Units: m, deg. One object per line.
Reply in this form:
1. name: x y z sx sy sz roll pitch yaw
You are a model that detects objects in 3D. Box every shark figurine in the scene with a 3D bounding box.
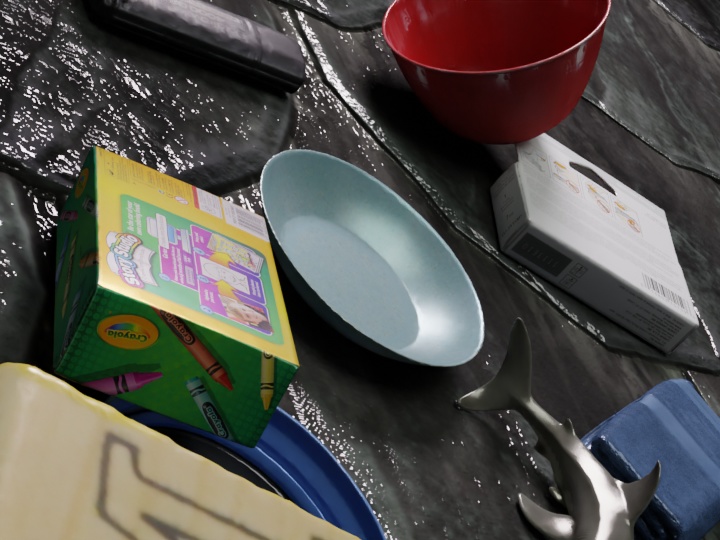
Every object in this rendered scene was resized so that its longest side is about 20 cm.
1. shark figurine: 0.161 0.141 1.181 0.128 0.089 0.215 21 37 -39

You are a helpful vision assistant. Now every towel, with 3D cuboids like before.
1. towel: 0.233 0.150 1.302 0.112 0.049 0.200 50 27 12

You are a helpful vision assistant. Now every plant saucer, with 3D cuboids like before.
1. plant saucer: 0.000 0.000 1.212 0.201 0.039 0.201 33 29 -21

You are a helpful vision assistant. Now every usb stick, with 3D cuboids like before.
1. usb stick: -0.122 -0.184 1.314 0.200 0.033 0.056 17 44 -41

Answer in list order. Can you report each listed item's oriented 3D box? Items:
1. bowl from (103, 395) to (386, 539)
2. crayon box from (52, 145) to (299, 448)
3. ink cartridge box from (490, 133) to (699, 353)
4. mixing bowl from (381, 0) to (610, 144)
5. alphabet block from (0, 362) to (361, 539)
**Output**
1. bowl: -0.068 0.143 0.921 0.200 0.039 0.201 32 30 -21
2. crayon box: -0.109 0.009 0.973 0.118 0.058 0.200 23 20 -18
3. ink cartridge box: 0.202 -0.036 1.526 0.200 0.044 0.174 30 29 -23
4. mixing bowl: 0.124 -0.182 1.509 0.200 0.199 0.109 -90 172 -53
5. alphabet block: -0.112 0.192 0.634 0.196 0.195 0.200 33 30 -23
